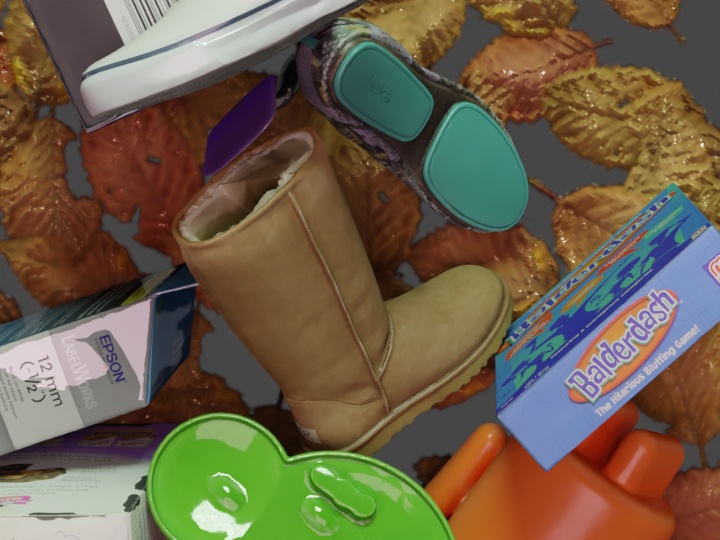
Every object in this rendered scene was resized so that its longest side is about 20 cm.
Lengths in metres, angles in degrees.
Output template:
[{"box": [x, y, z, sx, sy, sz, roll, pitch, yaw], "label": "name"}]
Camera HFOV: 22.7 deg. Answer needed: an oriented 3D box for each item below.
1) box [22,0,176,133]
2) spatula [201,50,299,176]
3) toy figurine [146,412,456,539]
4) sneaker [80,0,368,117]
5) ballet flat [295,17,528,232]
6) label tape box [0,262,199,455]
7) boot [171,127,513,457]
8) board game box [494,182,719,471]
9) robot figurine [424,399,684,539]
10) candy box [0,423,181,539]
[{"box": [-0.095, -0.164, 1.005, 0.147, 0.200, 0.105, -24, 100, 8], "label": "box"}, {"box": [-0.052, -0.097, 1.014, 0.056, 0.200, 0.021, -41, 97, 20], "label": "spatula"}, {"box": [-0.041, 0.186, 1.075, 0.200, 0.184, 0.150, 39, 73, 9], "label": "toy figurine"}, {"box": [-0.054, -0.142, 0.876, 0.199, 0.073, 0.071, -28, 92, -1], "label": "sneaker"}, {"box": [0.029, -0.090, 1.057, 0.072, 0.072, 0.200, -44, 136, 9], "label": "ballet flat"}, {"box": [-0.155, 0.050, 1.073, 0.198, 0.143, 0.067, -17, 97, 7], "label": "label tape box"}, {"box": [0.000, 0.000, 1.021, 0.175, 0.066, 0.201, -45, 133, -23], "label": "boot"}, {"box": [0.145, 0.025, 1.021, 0.152, 0.200, 0.045, -43, 94, 9], "label": "board game box"}, {"box": [0.113, 0.170, 1.089, 0.143, 0.117, 0.201, 34, 100, -9], "label": "robot figurine"}, {"box": [-0.197, 0.149, 1.064, 0.166, 0.200, 0.072, -1, 99, 5], "label": "candy box"}]
